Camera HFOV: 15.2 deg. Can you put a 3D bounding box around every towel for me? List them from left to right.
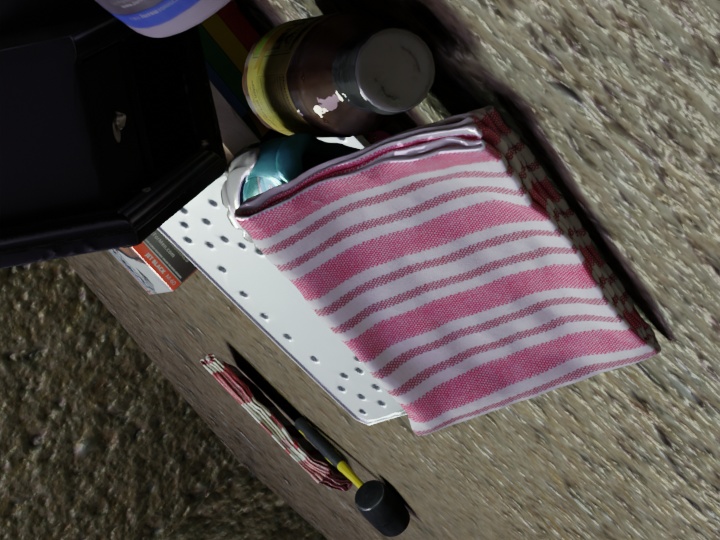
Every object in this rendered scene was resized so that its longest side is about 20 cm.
[{"bbox_3d":[-0.093,0.172,3.072,0.200,0.023,0.144,45,-179,14],"label":"towel"},{"bbox_3d":[0.046,0.008,1.367,0.200,0.146,0.030,51,-151,-38],"label":"towel"}]

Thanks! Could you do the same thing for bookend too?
[{"bbox_3d":[-0.147,-0.119,1.312,0.199,0.092,0.201,-50,-51,-75],"label":"bookend"}]

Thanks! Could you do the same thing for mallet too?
[{"bbox_3d":[-0.011,0.222,2.943,0.066,0.041,0.200,49,176,-36],"label":"mallet"}]

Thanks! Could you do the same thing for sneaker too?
[{"bbox_3d":[0.025,-0.017,1.401,0.199,0.078,0.080,20,157,-23],"label":"sneaker"}]

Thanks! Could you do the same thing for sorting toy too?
[{"bbox_3d":[-0.081,-0.100,1.670,0.199,0.070,0.200,50,170,-27],"label":"sorting toy"}]

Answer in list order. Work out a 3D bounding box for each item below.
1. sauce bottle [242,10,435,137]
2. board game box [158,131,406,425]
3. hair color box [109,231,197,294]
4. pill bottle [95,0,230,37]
[{"bbox_3d":[-0.009,-0.099,1.364,0.065,0.065,0.200,48,169,-13],"label":"sauce bottle"},{"bbox_3d":[0.000,0.000,1.574,0.200,0.026,0.200,45,145,-19],"label":"board game box"},{"bbox_3d":[-0.204,-0.037,2.556,0.111,0.064,0.200,47,170,-6],"label":"hair color box"},{"bbox_3d":[-0.133,-0.201,1.190,0.200,0.114,0.114,37,177,-33],"label":"pill bottle"}]
